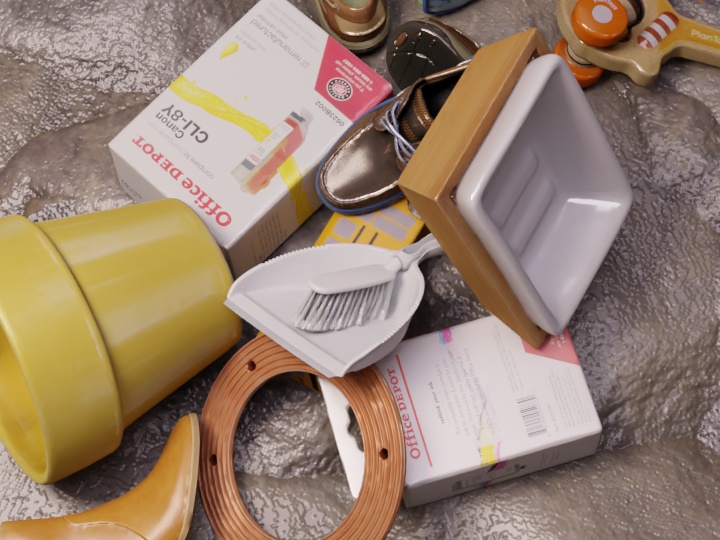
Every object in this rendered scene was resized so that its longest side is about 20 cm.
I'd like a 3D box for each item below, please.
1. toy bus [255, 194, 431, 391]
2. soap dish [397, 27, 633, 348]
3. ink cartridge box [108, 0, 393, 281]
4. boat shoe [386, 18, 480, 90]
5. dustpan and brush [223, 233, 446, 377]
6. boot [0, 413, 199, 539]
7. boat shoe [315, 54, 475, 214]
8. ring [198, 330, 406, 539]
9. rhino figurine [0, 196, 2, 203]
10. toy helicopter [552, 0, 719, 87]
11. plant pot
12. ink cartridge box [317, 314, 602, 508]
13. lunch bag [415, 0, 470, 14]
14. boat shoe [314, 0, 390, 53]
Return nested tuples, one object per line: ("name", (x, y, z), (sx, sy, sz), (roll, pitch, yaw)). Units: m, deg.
("toy bus", (0.000, 0.000, 1.390), (0.078, 0.065, 0.200), (27, 72, 14))
("soap dish", (0.118, -0.061, 1.281), (0.081, 0.200, 0.158), (15, 65, 38))
("ink cartridge box", (-0.088, -0.110, 1.428), (0.145, 0.083, 0.200), (40, 75, 16))
("boat shoe", (0.110, -0.134, 1.424), (0.076, 0.074, 0.200), (-40, 90, 29))
("dustpan and brush", (0.014, 0.007, 1.309), (0.199, 0.058, 0.139), (-15, 35, -40))
("boot", (-0.202, 0.198, 1.309), (0.143, 0.071, 0.202), (10, 77, -5))
("boat shoe", (0.046, -0.116, 1.340), (0.200, 0.072, 0.072), (-36, 84, 5))
("ring", (-0.045, 0.142, 1.307), (0.200, 0.019, 0.202), (-4, 84, 36))
("rhino figurine", (-0.363, -0.022, 1.385), (0.199, 0.060, 0.088), (-21, 69, 25))
("toy helicopter", (0.266, -0.212, 1.471), (0.199, 0.079, 0.133), (16, 60, -2))
("plant pot", (-0.202, 0.037, 1.325), (0.188, 0.201, 0.201), (-24, 68, -24))
("ink cartridge box", (0.075, 0.110, 1.341), (0.199, 0.068, 0.117), (-15, 68, -5))
("lunch bag", (0.116, -0.320, 1.462), (0.199, 0.161, 0.083), (-31, 70, -9))
("boat shoe", (-0.026, -0.288, 1.502), (0.075, 0.074, 0.201), (-24, 69, -7))
